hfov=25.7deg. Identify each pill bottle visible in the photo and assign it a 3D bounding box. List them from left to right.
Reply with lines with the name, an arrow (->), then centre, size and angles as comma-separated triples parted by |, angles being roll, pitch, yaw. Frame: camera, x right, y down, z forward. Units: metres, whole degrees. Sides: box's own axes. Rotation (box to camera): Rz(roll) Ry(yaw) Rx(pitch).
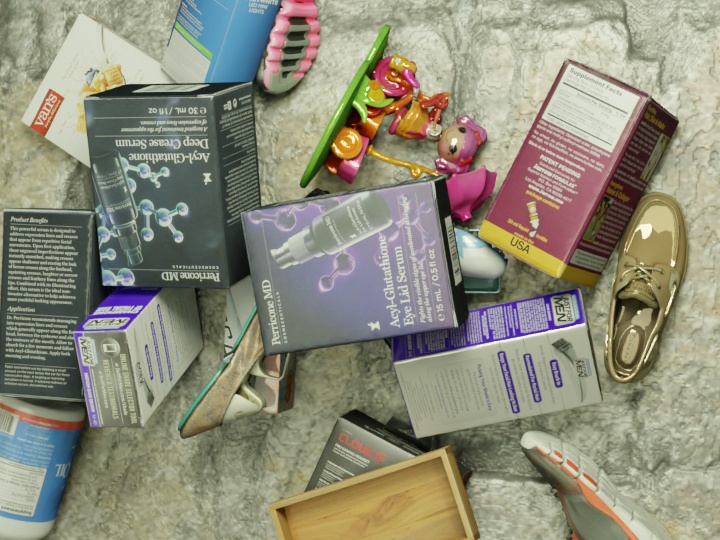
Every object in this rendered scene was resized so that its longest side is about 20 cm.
pill bottle -> -0.387, 0.235, 1.769 | 0.112, 0.112, 0.201 | 19, 96, 13

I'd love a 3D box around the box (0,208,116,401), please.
box -> -0.313, 0.034, 1.720 | 0.106, 0.148, 0.201 | 3, 91, 14

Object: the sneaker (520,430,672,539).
sneaker -> 0.231, 0.252, 1.635 | 0.200, 0.077, 0.082 | 43, 106, 11

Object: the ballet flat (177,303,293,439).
ballet flat -> -0.118, 0.109, 1.660 | 0.067, 0.068, 0.200 | 34, 100, 3

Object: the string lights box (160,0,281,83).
string lights box -> -0.140, -0.283, 1.678 | 0.103, 0.059, 0.201 | 44, 121, 42

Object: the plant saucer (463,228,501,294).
plant saucer -> 0.050, -0.008, 1.680 | 0.199, 0.019, 0.070 | 0, 80, 1

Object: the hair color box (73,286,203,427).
hair color box -> -0.231, 0.074, 1.670 | 0.064, 0.200, 0.110 | -2, 110, 13

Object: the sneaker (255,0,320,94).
sneaker -> -0.097, -0.293, 1.719 | 0.095, 0.079, 0.201 | 8, 92, 36

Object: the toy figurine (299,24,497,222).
toy figurine -> 0.061, -0.134, 1.663 | 0.183, 0.150, 0.201 | 28, 72, -1

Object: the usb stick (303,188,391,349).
usb stick -> 0.000, 0.000, 1.708 | 0.055, 0.033, 0.200 | -40, 82, 8

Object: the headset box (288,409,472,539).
headset box -> 0.017, 0.255, 1.686 | 0.148, 0.077, 0.201 | 27, 98, 12

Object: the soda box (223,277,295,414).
soda box -> -0.108, 0.053, 1.721 | 0.068, 0.064, 0.201 | 3, 91, 14

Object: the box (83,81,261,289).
box -> -0.190, -0.090, 1.636 | 0.148, 0.107, 0.201 | 1, 104, 19

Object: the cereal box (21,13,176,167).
cereal box -> -0.266, -0.176, 1.769 | 0.199, 0.040, 0.144 | 32, 98, 12

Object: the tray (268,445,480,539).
tray -> 0.014, 0.259, 1.629 | 0.199, 0.037, 0.099 | -19, 86, 13

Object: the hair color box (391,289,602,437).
hair color box -> 0.140, 0.096, 1.619 | 0.199, 0.065, 0.110 | -11, 127, 9

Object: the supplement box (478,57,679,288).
supplement box -> 0.222, -0.095, 1.594 | 0.103, 0.131, 0.201 | 30, 97, 25

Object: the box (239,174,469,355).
box -> -0.004, -0.006, 1.559 | 0.199, 0.104, 0.149 | -10, 94, 11

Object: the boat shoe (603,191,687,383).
boat shoe -> 0.293, 0.019, 1.618 | 0.071, 0.065, 0.201 | 10, 92, 13

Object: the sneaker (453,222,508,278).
sneaker -> 0.053, -0.017, 1.635 | 0.199, 0.072, 0.073 | 13, 67, 11
